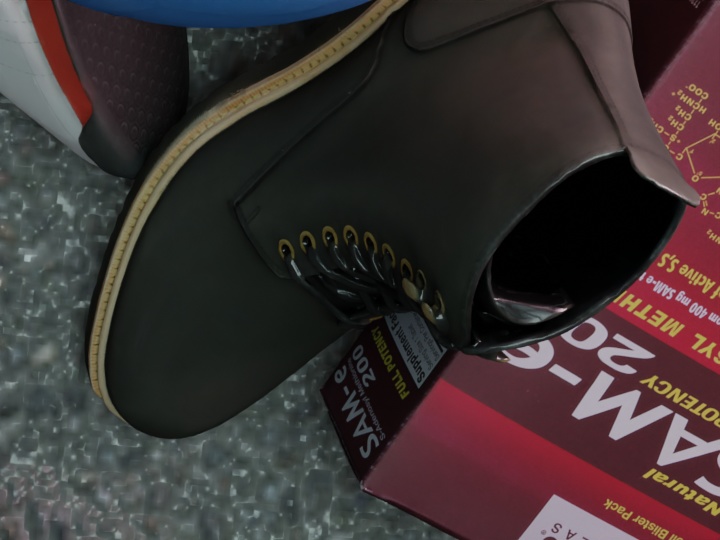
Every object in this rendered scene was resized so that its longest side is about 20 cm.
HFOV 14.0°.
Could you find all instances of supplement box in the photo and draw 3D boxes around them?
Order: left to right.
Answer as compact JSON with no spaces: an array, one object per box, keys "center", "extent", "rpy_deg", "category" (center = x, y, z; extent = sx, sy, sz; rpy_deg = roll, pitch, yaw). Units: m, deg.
[{"center":[0.090,-0.007,0.823],"extent":[0.108,0.061,0.200],"rpy_deg":[28,107,-24],"category":"supplement box"}]

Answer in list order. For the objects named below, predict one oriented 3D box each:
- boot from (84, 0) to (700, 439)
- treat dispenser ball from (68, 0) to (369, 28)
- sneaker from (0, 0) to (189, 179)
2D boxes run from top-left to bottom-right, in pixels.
[{"center":[0.000,0.000,0.772],"extent":[0.077,0.139,0.200],"rpy_deg":[28,116,-27],"category":"boot"},{"center":[-0.032,-0.157,0.676],"extent":[0.199,0.201,0.202],"rpy_deg":[-1,93,-12],"category":"treat dispenser ball"},{"center":[-0.131,-0.103,0.810],"extent":[0.202,0.107,0.067],"rpy_deg":[59,37,-38],"category":"sneaker"}]
